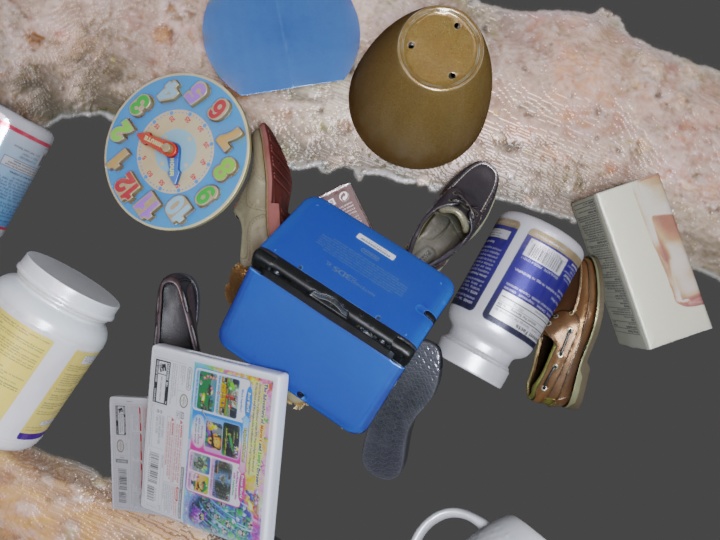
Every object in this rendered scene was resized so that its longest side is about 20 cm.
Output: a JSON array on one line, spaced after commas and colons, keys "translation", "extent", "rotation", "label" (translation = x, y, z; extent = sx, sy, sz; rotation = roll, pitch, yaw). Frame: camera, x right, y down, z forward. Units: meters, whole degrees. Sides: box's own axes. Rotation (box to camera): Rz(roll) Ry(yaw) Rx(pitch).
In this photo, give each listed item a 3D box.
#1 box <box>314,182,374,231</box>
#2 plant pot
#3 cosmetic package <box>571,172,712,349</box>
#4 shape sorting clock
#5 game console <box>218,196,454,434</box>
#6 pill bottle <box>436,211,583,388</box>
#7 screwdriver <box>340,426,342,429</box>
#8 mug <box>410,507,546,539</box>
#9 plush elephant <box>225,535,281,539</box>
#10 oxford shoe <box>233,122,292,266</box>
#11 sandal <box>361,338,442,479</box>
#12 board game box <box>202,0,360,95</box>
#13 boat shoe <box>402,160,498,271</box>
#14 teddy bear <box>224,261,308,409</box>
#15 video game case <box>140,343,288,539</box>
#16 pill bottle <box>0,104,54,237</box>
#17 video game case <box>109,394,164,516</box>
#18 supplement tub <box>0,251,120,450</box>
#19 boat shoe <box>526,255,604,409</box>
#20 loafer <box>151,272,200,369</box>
[{"translation": [0.000, 0.000, 0.871], "extent": [0.075, 0.100, 0.200], "rotation": [-28, 88, -2], "label": "box"}, {"translation": [0.080, -0.228, 0.832], "extent": [0.186, 0.200, 0.187], "rotation": [0, 89, -2], "label": "plant pot"}, {"translation": [0.350, -0.011, 0.883], "extent": [0.087, 0.103, 0.200], "rotation": [-18, 90, -2], "label": "cosmetic package"}, {"translation": [-0.230, -0.149, 0.870], "extent": [0.200, 0.039, 0.200], "rotation": [-1, 88, 17], "label": "shape sorting clock"}, {"translation": [-0.027, 0.046, 0.777], "extent": [0.200, 0.118, 0.171], "rotation": [33, 54, 8], "label": "game console"}, {"translation": [0.180, 0.037, 0.867], "extent": [0.116, 0.116, 0.200], "rotation": [31, 87, -1], "label": "pill bottle"}, {"translation": [-0.016, 0.084, 0.810], "extent": [0.029, 0.028, 0.200], "rotation": [-5, 94, -24], "label": "screwdriver"}, {"translation": [0.147, 0.380, 0.852], "extent": [0.200, 0.148, 0.175], "rotation": [35, 78, 29], "label": "mug"}, {"translation": [-0.150, 0.384, 0.826], "extent": [0.200, 0.165, 0.155], "rotation": [21, 72, 27], "label": "plush elephant"}, {"translation": [-0.127, -0.096, 0.863], "extent": [0.075, 0.070, 0.200], "rotation": [-17, 58, 14], "label": "oxford shoe"}, {"translation": [0.048, 0.167, 0.875], "extent": [0.076, 0.043, 0.200], "rotation": [25, 113, 14], "label": "sandal"}, {"translation": [-0.102, -0.305, 0.910], "extent": [0.200, 0.039, 0.158], "rotation": [-11, 83, -7], "label": "board game box"}, {"translation": [0.117, -0.062, 0.882], "extent": [0.072, 0.065, 0.200], "rotation": [41, 75, 0], "label": "boat shoe"}, {"translation": [-0.092, 0.070, 0.856], "extent": [0.067, 0.200, 0.145], "rotation": [-10, 127, -39], "label": "teddy bear"}, {"translation": [-0.169, 0.196, 0.794], "extent": [0.182, 0.024, 0.200], "rotation": [9, 96, 26], "label": "video game case"}, {"translation": [-0.470, -0.105, 0.852], "extent": [0.109, 0.109, 0.200], "rotation": [27, 87, -1], "label": "pill bottle"}, {"translation": [-0.224, 0.227, 0.849], "extent": [0.200, 0.018, 0.143], "rotation": [-3, 88, 27], "label": "video game case"}, {"translation": [-0.396, 0.093, 0.830], "extent": [0.145, 0.145, 0.200], "rotation": [34, 87, -1], "label": "supplement tub"}, {"translation": [0.258, 0.076, 0.890], "extent": [0.068, 0.072, 0.200], "rotation": [9, 88, -3], "label": "boat shoe"}, {"translation": [-0.233, 0.102, 0.876], "extent": [0.072, 0.063, 0.200], "rotation": [-3, 88, -1], "label": "loafer"}]
